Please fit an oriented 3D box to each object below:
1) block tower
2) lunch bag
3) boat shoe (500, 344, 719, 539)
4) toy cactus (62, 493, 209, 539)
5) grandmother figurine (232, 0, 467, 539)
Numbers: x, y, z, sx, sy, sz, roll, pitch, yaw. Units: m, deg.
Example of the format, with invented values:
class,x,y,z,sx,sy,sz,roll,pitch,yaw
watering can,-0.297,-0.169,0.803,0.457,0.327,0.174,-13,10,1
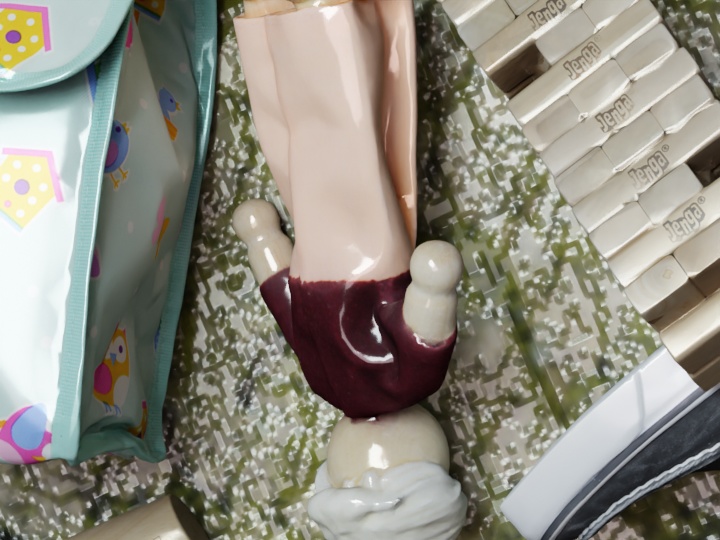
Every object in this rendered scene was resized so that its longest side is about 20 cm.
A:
class,x,y,z,sx,sy,sz,roll,pitch,yaw
block tower,0.067,-0.064,0.706,0.058,0.054,0.201,-36,63,8
lunch bag,-0.140,-0.044,0.765,0.169,0.122,0.202,7,90,15
boat shoe,0.136,0.034,0.724,0.200,0.072,0.068,-37,82,7
toy cactus,-0.127,0.130,0.795,0.164,0.102,0.201,-34,75,5
grandmother figurine,0.000,0.000,0.750,0.060,0.121,0.202,-13,103,-19
